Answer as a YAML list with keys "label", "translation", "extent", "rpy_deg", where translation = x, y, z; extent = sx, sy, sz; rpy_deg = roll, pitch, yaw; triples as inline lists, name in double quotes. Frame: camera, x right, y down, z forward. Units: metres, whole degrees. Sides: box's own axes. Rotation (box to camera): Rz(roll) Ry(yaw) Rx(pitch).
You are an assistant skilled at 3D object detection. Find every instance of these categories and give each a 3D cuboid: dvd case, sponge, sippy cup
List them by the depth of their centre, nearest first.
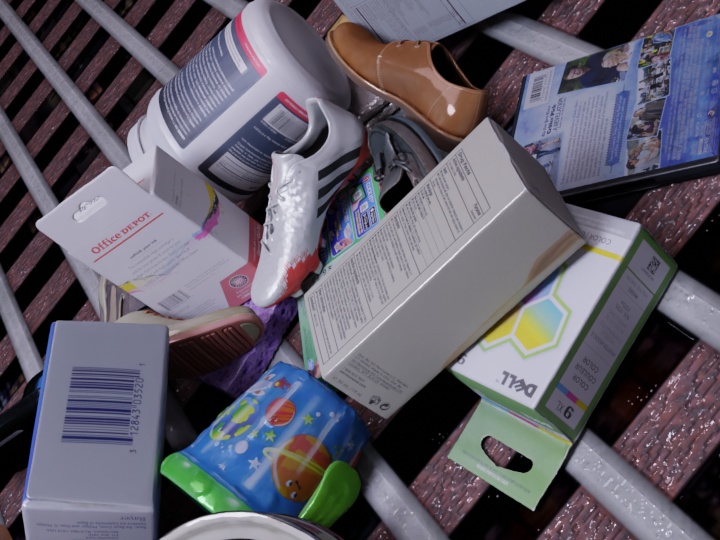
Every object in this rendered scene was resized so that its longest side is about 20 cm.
- label: "sippy cup"
  translation: [-0.065, 0.148, 0.894]
  extent: [0.177, 0.140, 0.131]
  rpy_deg: [31, 72, 26]
- label: "dvd case"
  translation: [0.201, -0.119, 0.900]
  extent: [0.199, 0.018, 0.144]
  rpy_deg: [-11, 54, 42]
- label: "sponge"
  translation: [-0.146, 0.053, 1.134]
  extent: [0.199, 0.030, 0.112]
  rpy_deg: [16, 73, 52]

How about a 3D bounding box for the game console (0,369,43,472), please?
- label: "game console"
  translation: [-0.348, 0.128, 1.231]
  extent: [0.199, 0.175, 0.117]
  rpy_deg: [-33, 69, 26]

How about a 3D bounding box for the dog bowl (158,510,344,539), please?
- label: "dog bowl"
  translation: [-0.063, 0.255, 0.766]
  extent: [0.198, 0.074, 0.203]
  rpy_deg: [0, 91, 19]

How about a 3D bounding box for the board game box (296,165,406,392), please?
- label: "board game box"
  translation: [0.000, 0.000, 1.016]
  extent: [0.134, 0.029, 0.201]
  rpy_deg: [-34, 40, 23]

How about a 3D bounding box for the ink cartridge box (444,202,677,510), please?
- label: "ink cartridge box"
  translation: [0.126, 0.053, 0.807]
  extent: [0.104, 0.059, 0.201]
  rpy_deg: [23, 79, 53]

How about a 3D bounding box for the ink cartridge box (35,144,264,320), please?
- label: "ink cartridge box"
  translation: [-0.187, -0.036, 1.057]
  extent: [0.116, 0.200, 0.068]
  rpy_deg: [-30, 41, 26]

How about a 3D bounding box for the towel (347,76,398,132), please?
- label: "towel"
  translation: [-0.026, -0.169, 1.179]
  extent: [0.200, 0.034, 0.133]
  rpy_deg: [-42, 37, 15]

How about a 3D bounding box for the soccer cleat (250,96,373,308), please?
- label: "soccer cleat"
  translation: [-0.059, -0.063, 1.037]
  extent: [0.068, 0.085, 0.201]
  rpy_deg: [12, 70, 51]

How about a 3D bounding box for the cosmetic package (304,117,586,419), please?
- label: "cosmetic package"
  translation: [0.055, 0.000, 0.820]
  extent: [0.200, 0.071, 0.106]
  rpy_deg: [-43, 33, 20]

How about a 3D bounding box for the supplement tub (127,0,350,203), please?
- label: "supplement tub"
  translation: [-0.121, -0.156, 1.130]
  extent: [0.199, 0.140, 0.141]
  rpy_deg: [-37, 39, 22]

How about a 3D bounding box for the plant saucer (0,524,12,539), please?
- label: "plant saucer"
  translation: [-0.282, 0.295, 0.870]
  extent: [0.032, 0.201, 0.202]
  rpy_deg: [-2, 47, -3]

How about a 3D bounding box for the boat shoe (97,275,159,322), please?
- label: "boat shoe"
  translation: [-0.220, 0.050, 1.148]
  extent: [0.073, 0.074, 0.202]
  rpy_deg: [-10, 62, 32]

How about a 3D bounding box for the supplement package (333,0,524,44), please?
- label: "supplement package"
  translation: [0.082, -0.338, 1.079]
  extent: [0.199, 0.147, 0.192]
  rpy_deg: [-16, 39, 40]

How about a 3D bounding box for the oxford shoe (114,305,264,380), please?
- label: "oxford shoe"
  translation: [-0.185, 0.061, 1.050]
  extent: [0.198, 0.071, 0.074]
  rpy_deg: [-17, 55, 9]

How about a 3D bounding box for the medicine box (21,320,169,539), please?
- label: "medicine box"
  translation: [-0.220, 0.176, 0.973]
  extent: [0.201, 0.102, 0.183]
  rpy_deg: [103, 167, -46]

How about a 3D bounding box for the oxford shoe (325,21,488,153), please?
- label: "oxford shoe"
  translation: [0.045, -0.184, 1.037]
  extent: [0.200, 0.071, 0.072]
  rpy_deg: [40, 122, 31]

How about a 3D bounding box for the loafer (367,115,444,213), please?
- label: "loafer"
  translation: [0.045, -0.062, 0.951]
  extent: [0.062, 0.072, 0.200]
  rpy_deg: [-18, 45, -17]
